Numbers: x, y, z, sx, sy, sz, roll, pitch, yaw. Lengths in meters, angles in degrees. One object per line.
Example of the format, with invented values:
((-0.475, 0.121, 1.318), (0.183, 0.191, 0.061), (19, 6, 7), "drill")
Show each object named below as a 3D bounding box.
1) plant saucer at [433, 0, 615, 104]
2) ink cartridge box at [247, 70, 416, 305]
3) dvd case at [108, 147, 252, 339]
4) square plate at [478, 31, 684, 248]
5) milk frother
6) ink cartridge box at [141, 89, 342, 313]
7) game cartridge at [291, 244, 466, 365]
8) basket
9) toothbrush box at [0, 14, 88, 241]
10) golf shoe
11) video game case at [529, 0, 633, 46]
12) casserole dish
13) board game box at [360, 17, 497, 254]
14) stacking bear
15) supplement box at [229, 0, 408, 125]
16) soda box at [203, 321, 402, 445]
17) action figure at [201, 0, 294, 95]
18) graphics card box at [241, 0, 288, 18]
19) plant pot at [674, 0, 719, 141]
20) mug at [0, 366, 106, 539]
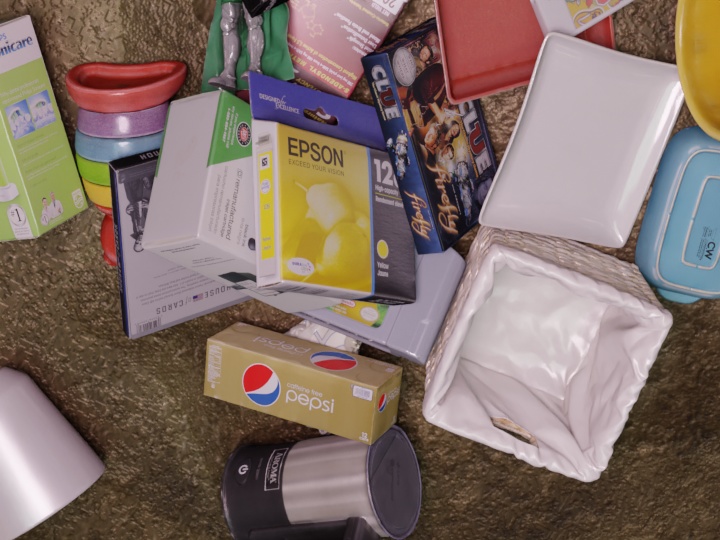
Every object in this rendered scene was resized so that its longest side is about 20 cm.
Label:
((0.148, -0.282, 1.313), (0.197, 0.037, 0.203), (-18, 109, -22), "plant saucer")
((-0.022, -0.075, 1.284), (0.047, 0.196, 0.203), (-8, 80, 41), "ink cartridge box")
((-0.175, -0.036, 1.372), (0.149, 0.025, 0.202), (-18, 130, -27), "dvd case")
((0.222, -0.128, 1.364), (0.198, 0.028, 0.200), (8, 112, -32), "square plate")
((-0.022, 0.276, 1.464), (0.186, 0.183, 0.200), (-11, 154, 29), "milk frother")
((-0.097, -0.060, 1.291), (0.082, 0.149, 0.199), (-8, 157, 40), "ink cartridge box")
((0.000, 0.000, 1.386), (0.198, 0.041, 0.135), (20, 72, 14), "game cartridge")
((0.182, 0.073, 1.395), (0.196, 0.161, 0.202), (21, 108, -5), "basket")
((-0.374, -0.135, 1.349), (0.144, 0.086, 0.203), (-5, 111, 31), "toothbrush box")
((-0.045, 0.074, 1.449), (0.096, 0.078, 0.203), (16, 106, 2), "golf shoe")
((0.230, -0.341, 1.293), (0.199, 0.023, 0.183), (-31, 114, -8), "video game case")
((0.360, -0.055, 1.418), (0.119, 0.039, 0.203), (12, 109, -3), "casserole dish")
((0.076, -0.136, 1.347), (0.034, 0.135, 0.202), (-4, 112, 37), "board game box")
((-0.232, -0.099, 1.379), (0.119, 0.114, 0.203), (-1, 113, 3), "stacking bear")
((-0.045, -0.222, 1.357), (0.108, 0.061, 0.201), (30, 107, -9), "supplement box")
((-0.061, 0.113, 1.399), (0.198, 0.068, 0.065), (15, 110, 22), "soda box")
((-0.112, -0.276, 1.316), (0.117, 0.054, 0.203), (-5, 78, 32), "action figure")
((-0.044, -0.333, 1.265), (0.199, 0.051, 0.127), (-31, 93, -23), "graphics card box")
((0.426, -0.225, 1.290), (0.186, 0.201, 0.204), (-3, 109, -14), "plant pot")
((-0.391, 0.199, 1.460), (0.185, 0.149, 0.154), (-31, 98, 4), "mug")
